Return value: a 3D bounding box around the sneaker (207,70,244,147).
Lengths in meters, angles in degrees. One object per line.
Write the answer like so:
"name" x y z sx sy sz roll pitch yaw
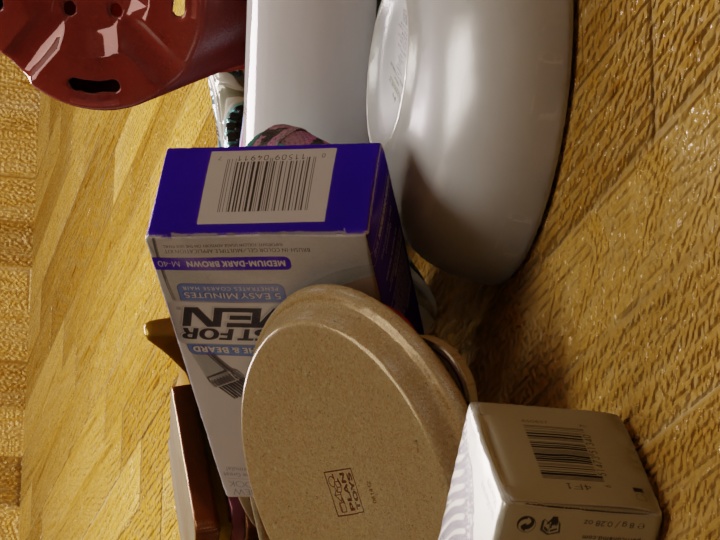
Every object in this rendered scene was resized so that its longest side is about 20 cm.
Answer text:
"sneaker" -0.075 -0.111 1.861 0.087 0.077 0.201 105 164 -51

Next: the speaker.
"speaker" -0.021 -0.130 1.431 0.081 0.081 0.201 -108 19 -60

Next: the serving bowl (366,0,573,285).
"serving bowl" 0.044 -0.096 1.341 0.200 0.065 0.201 -174 90 -77

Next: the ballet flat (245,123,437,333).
"ballet flat" 0.000 0.000 1.410 0.069 0.071 0.200 -51 -37 -16

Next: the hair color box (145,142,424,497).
"hair color box" -0.029 0.029 1.357 0.201 0.109 0.065 76 -162 -48

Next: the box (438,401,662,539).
"box" 0.064 0.159 1.145 0.082 0.068 0.201 -108 26 -61

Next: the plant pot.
"plant pot" -0.119 -0.190 1.631 0.195 0.200 0.202 -40 -35 -60

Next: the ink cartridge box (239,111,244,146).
"ink cartridge box" -0.023 -0.029 1.602 0.200 0.076 0.137 -133 49 -71

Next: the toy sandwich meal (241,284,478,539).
"toy sandwich meal" 0.018 0.097 1.288 0.205 0.070 0.206 28 128 45

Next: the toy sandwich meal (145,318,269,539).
"toy sandwich meal" -0.090 0.112 1.713 0.205 0.070 0.206 167 90 -87
